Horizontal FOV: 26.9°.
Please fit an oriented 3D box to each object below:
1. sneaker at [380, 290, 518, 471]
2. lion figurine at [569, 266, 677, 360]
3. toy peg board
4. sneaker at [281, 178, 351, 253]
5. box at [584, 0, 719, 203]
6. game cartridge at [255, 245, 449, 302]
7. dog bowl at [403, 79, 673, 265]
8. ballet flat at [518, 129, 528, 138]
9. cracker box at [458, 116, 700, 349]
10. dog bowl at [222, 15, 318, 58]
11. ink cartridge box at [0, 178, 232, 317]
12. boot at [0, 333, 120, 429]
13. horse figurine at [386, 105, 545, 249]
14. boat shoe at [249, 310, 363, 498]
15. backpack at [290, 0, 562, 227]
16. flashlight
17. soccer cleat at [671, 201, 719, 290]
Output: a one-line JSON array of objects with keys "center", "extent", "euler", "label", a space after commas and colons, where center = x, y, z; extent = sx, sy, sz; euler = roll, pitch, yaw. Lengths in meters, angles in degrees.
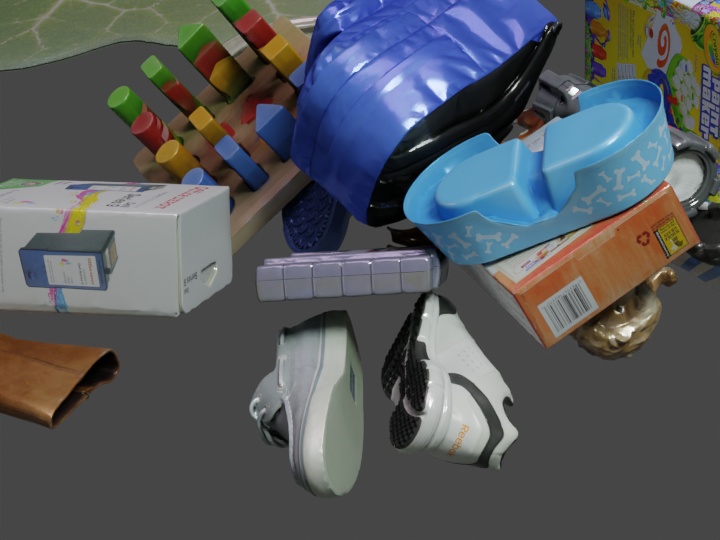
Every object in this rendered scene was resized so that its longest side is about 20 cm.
[{"center": [0.063, 0.081, 1.066], "extent": [0.080, 0.074, 0.200], "euler": [21, 24, -10], "label": "sneaker"}, {"center": [0.160, 0.012, 1.162], "extent": [0.122, 0.073, 0.200], "euler": [-39, 29, -28], "label": "lion figurine"}, {"center": [-0.118, -0.143, 1.330], "extent": [0.200, 0.098, 0.199], "euler": [-44, 40, 1], "label": "toy peg board"}, {"center": [-0.020, -0.080, 1.336], "extent": [0.070, 0.078, 0.201], "euler": [-25, 45, 31], "label": "sneaker"}, {"center": [0.292, -0.156, 1.273], "extent": [0.122, 0.201, 0.193], "euler": [-18, 33, -21], "label": "box"}, {"center": [0.000, 0.000, 1.143], "extent": [0.129, 0.039, 0.200], "euler": [-8, 1, 6], "label": "game cartridge"}, {"center": [0.129, -0.066, 1.062], "extent": [0.199, 0.050, 0.112], "euler": [-22, 27, 22], "label": "dog bowl"}, {"center": [0.170, -0.076, 1.317], "extent": [0.062, 0.068, 0.200], "euler": [-31, 22, 17], "label": "ballet flat"}, {"center": [0.142, -0.034, 1.116], "extent": [0.134, 0.058, 0.200], "euler": [-35, 26, -2], "label": "cracker box"}, {"center": [-0.049, -0.185, 1.509], "extent": [0.199, 0.074, 0.200], "euler": [-4, 31, 2], "label": "dog bowl"}, {"center": [-0.216, -0.021, 1.216], "extent": [0.199, 0.088, 0.145], "euler": [4, 13, 12], "label": "ink cartridge box"}, {"center": [-0.307, 0.094, 1.118], "extent": [0.199, 0.069, 0.188], "euler": [14, 24, 21], "label": "boot"}, {"center": [0.092, -0.069, 1.282], "extent": [0.132, 0.050, 0.200], "euler": [-10, 28, 29], "label": "horse figurine"}, {"center": [-0.039, 0.096, 1.054], "extent": [0.071, 0.070, 0.201], "euler": [-13, 26, 9], "label": "boat shoe"}, {"center": [0.030, -0.140, 1.197], "extent": [0.168, 0.163, 0.200], "euler": [38, 60, 17], "label": "backpack"}, {"center": [0.208, -0.102, 1.203], "extent": [0.068, 0.068, 0.200], "euler": [7, 18, -24], "label": "flashlight"}, {"center": [0.263, -0.022, 1.193], "extent": [0.070, 0.086, 0.200], "euler": [-48, 27, -3], "label": "soccer cleat"}]
